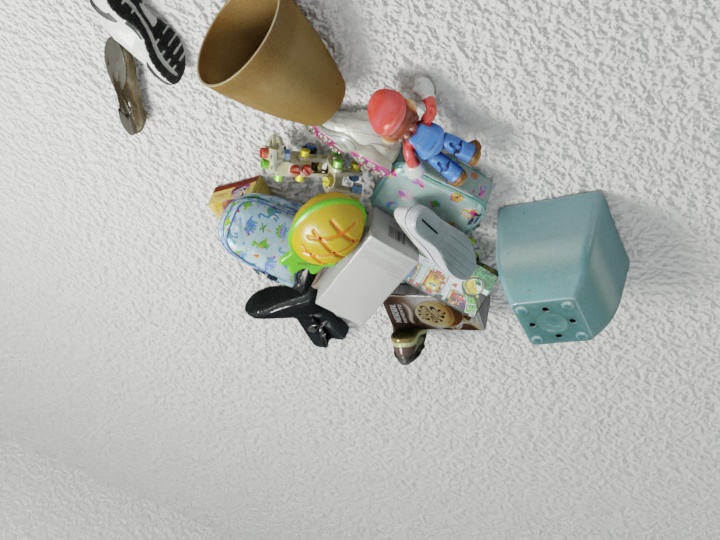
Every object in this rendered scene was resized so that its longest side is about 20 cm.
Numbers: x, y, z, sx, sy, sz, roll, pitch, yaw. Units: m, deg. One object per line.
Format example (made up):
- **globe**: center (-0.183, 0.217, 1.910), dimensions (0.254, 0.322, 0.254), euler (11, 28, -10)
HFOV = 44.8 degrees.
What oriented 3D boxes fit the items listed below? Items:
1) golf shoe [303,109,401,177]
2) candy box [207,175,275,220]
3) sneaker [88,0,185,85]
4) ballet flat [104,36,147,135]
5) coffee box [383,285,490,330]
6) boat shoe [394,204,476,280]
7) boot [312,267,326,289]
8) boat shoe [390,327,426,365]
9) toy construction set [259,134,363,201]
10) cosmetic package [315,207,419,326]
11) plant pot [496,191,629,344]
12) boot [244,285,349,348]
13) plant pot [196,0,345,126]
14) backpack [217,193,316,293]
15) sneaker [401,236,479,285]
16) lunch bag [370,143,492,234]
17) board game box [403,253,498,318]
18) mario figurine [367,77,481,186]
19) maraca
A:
- **golf shoe**: center (-0.015, -0.239, 1.480), dimensions (0.198, 0.092, 0.075), euler (32, 177, 15)
- **candy box**: center (-0.200, -0.091, 1.745), dimensions (0.115, 0.057, 0.201), euler (-9, 133, 30)
- **sneaker**: center (-0.367, -0.393, 1.444), dimensions (0.079, 0.074, 0.201), euler (1, 137, 45)
- **ballet flat**: center (-0.412, -0.331, 1.554), dimensions (0.067, 0.046, 0.202), euler (37, 146, 30)
- **coffee box**: center (0.151, 0.056, 1.756), dimensions (0.196, 0.081, 0.114), euler (0, 140, 23)
- **boat shoe**: center (0.133, -0.057, 1.525), dimensions (0.066, 0.074, 0.200), euler (25, 164, 48)
- **boot**: center (-0.032, -0.031, 1.741), dimensions (0.198, 0.071, 0.146), euler (-31, 139, 23)
- **boat shoe**: center (0.099, 0.154, 1.822), dimensions (0.070, 0.067, 0.201), euler (0, -176, 10)
- **toy construction set**: center (-0.097, -0.179, 1.521), dimensions (0.197, 0.132, 0.093), euler (14, 115, -32)
- **cosmetic package**: center (0.013, -0.003, 1.587), dimensions (0.106, 0.086, 0.200), euler (28, 130, -18)
- **plant pot**: center (0.346, 0.015, 1.524), dimensions (0.193, 0.202, 0.197), euler (-8, 137, 31)
- **boot**: center (-0.141, 0.110, 1.950), dimensions (0.197, 0.077, 0.169), euler (-14, 128, 27)
- **plant pot**: center (-0.122, -0.314, 1.355), dimensions (0.184, 0.189, 0.199), euler (-17, 144, 37)
- **backpack**: center (-0.165, -0.065, 1.616), dimensions (0.198, 0.154, 0.165), euler (29, 103, 7)
- **sneaker**: center (0.135, -0.032, 1.680), dimensions (0.197, 0.072, 0.084), euler (-11, 119, 27)
- **lunch bag**: center (0.124, -0.129, 1.541), dimensions (0.197, 0.078, 0.161), euler (25, 142, -9)
- **board game box**: center (0.149, 0.001, 1.633), dimensions (0.198, 0.024, 0.106), euler (27, 116, 1)
- **mario figurine**: center (0.098, -0.227, 1.413), dimensions (0.198, 0.125, 0.106), euler (33, 161, -15)
- **maraca**: center (-0.066, -0.058, 1.511), dimensions (0.135, 0.108, 0.201), euler (4, 141, -28)
